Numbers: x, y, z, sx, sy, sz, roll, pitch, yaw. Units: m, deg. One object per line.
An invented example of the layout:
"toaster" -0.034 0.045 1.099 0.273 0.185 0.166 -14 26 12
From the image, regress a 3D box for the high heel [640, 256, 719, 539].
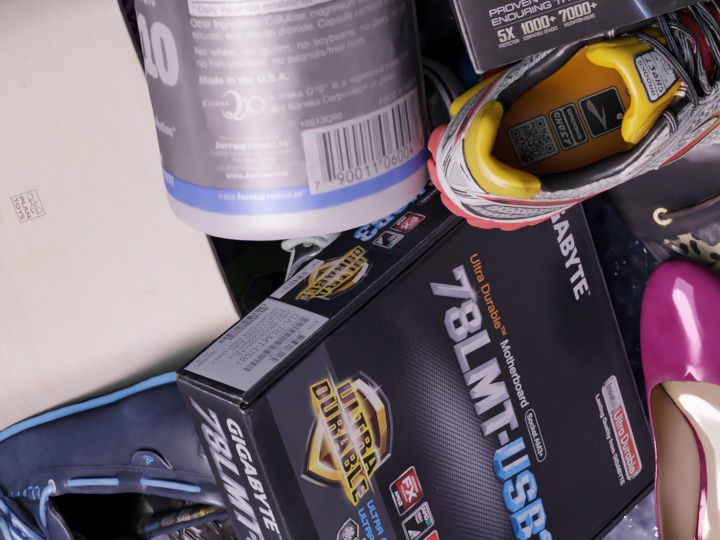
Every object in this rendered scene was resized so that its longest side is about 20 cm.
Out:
"high heel" 0.153 0.096 1.142 0.067 0.096 0.200 -2 123 34

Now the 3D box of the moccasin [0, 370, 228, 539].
"moccasin" -0.121 0.101 1.151 0.080 0.068 0.200 20 148 -31

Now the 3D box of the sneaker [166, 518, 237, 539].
"sneaker" -0.096 0.078 1.248 0.200 0.079 0.074 38 126 -25

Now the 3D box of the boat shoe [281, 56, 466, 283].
"boat shoe" -0.003 0.000 1.136 0.073 0.068 0.200 19 91 24

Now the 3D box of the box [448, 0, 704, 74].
"box" 0.114 -0.182 1.005 0.199 0.164 0.086 -17 130 4

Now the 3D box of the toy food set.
"toy food set" -0.137 -0.036 1.150 0.143 0.060 0.200 -18 101 16

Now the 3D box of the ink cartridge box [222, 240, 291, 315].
"ink cartridge box" -0.008 0.083 1.231 0.200 0.104 0.059 47 118 2

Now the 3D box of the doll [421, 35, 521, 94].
"doll" 0.067 -0.047 1.184 0.136 0.048 0.201 2 106 14

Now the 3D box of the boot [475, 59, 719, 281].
"boot" 0.156 -0.090 1.100 0.150 0.073 0.200 35 126 -11

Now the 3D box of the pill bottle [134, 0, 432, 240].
"pill bottle" -0.036 -0.123 1.035 0.113 0.114 0.201 2 115 23

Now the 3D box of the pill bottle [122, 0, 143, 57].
"pill bottle" -0.088 -0.128 1.186 0.200 0.112 0.112 37 118 7

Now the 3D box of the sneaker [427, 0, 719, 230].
"sneaker" 0.123 -0.075 1.018 0.200 0.082 0.078 -31 91 -3

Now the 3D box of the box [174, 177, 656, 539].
"box" 0.032 0.068 1.102 0.050 0.198 0.200 20 139 45
